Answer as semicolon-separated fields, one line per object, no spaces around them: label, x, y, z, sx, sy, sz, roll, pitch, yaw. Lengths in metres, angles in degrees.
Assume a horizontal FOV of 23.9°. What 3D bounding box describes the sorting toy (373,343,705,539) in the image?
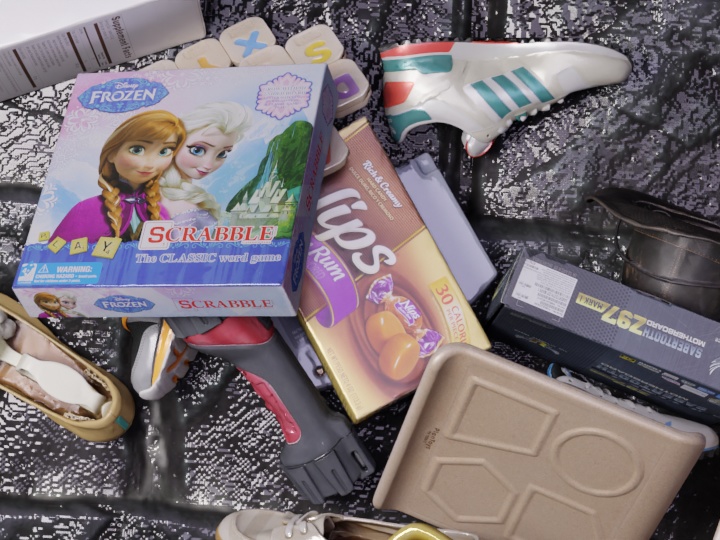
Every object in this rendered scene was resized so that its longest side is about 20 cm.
sorting toy;0.126;0.142;1.230;0.200;0.185;0.037;19;43;0

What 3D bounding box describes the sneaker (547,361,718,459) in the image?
sneaker;0.175;0.109;1.282;0.200;0.072;0.073;9;84;-1

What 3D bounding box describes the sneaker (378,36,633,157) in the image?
sneaker;0.113;-0.136;1.334;0.199;0.070;0.094;0;98;-3

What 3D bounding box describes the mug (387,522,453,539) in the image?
mug;0.003;0.278;1.165;0.186;0.150;0.153;-34;56;-28

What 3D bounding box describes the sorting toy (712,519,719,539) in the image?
sorting toy;0.301;0.171;1.216;0.036;0.200;0.185;18;79;26

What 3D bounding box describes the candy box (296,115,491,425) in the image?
candy box;0.000;0.000;1.270;0.117;0.056;0.200;-27;83;-6

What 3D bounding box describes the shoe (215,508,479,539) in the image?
shoe;-0.007;0.201;1.254;0.200;0.070;0.053;12;113;3

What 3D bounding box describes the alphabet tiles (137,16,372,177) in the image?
alphabet tiles;-0.096;-0.119;1.290;0.200;0.015;0.196;-26;48;-5

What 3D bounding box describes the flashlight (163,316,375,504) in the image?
flashlight;-0.072;0.084;1.247;0.068;0.068;0.200;-40;113;-22

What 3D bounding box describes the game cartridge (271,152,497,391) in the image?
game cartridge;-0.003;0.011;1.313;0.200;0.040;0.134;-28;78;-6

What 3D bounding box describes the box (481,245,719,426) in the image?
box;0.193;0.052;1.248;0.200;0.158;0.051;23;81;2

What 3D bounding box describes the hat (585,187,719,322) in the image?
hat;0.247;0.001;1.253;0.200;0.201;0.081;15;99;1

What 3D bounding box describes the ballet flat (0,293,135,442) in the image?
ballet flat;-0.259;0.062;1.284;0.200;0.063;0.069;28;80;4

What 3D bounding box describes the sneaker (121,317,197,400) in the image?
sneaker;-0.161;0.001;1.295;0.077;0.078;0.200;1;72;4

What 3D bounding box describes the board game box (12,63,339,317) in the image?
board game box;-0.128;-0.059;1.215;0.200;0.041;0.200;-1;54;14

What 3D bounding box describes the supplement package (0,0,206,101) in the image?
supplement package;-0.233;-0.221;1.305;0.200;0.120;0.121;-19;80;-5
